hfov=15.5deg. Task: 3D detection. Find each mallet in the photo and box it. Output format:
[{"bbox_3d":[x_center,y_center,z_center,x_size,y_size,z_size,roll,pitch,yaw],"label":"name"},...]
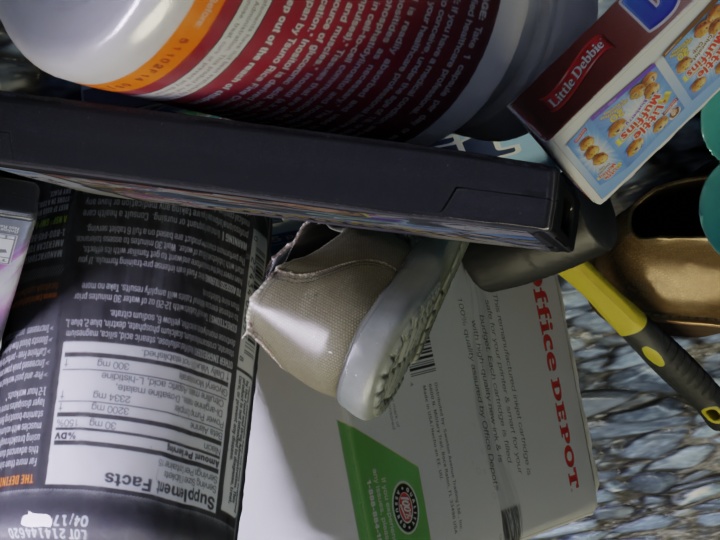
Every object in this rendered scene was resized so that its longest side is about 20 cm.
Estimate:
[{"bbox_3d":[0.126,0.017,1.180,0.066,0.041,0.200,-26,137,33],"label":"mallet"}]

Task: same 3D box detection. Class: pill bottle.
[{"bbox_3d":[-0.097,0.064,1.059,0.106,0.201,0.106,6,162,2],"label":"pill bottle"},{"bbox_3d":[-0.017,-0.102,0.897,0.199,0.114,0.113,12,152,-42],"label":"pill bottle"}]

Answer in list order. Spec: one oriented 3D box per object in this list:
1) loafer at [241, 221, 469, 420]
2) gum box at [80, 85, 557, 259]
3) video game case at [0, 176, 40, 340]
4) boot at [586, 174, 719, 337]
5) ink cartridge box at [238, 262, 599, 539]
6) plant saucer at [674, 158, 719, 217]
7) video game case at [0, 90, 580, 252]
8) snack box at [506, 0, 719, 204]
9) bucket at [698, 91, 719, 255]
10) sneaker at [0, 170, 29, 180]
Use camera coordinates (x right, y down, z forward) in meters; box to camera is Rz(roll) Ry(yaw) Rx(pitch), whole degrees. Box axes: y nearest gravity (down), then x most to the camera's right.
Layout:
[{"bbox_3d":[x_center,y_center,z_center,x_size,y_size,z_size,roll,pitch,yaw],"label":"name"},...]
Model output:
[{"bbox_3d":[0.000,0.000,1.055,0.069,0.076,0.200,24,-168,4],"label":"loafer"},{"bbox_3d":[-0.010,-0.061,1.107,0.169,0.045,0.200,-11,160,8],"label":"gum box"},{"bbox_3d":[-0.208,0.009,1.020,0.142,0.019,0.200,9,150,-11],"label":"video game case"},{"bbox_3d":[0.207,-0.007,1.217,0.199,0.074,0.076,0,152,-13],"label":"boot"},{"bbox_3d":[0.018,0.064,1.222,0.084,0.147,0.200,-11,179,34],"label":"ink cartridge box"},{"bbox_3d":[0.229,-0.030,1.301,0.199,0.032,0.200,-7,159,-3],"label":"plant saucer"},{"bbox_3d":[-0.025,-0.032,0.927,0.199,0.026,0.181,8,179,7],"label":"video game case"},{"bbox_3d":[0.140,-0.109,0.927,0.200,0.024,0.072,-44,155,3],"label":"snack box"},{"bbox_3d":[0.247,-0.044,1.038,0.134,0.208,0.207,-1,160,-41],"label":"bucket"},{"bbox_3d":[-0.174,-0.021,1.085,0.076,0.091,0.200,-12,160,5],"label":"sneaker"}]
